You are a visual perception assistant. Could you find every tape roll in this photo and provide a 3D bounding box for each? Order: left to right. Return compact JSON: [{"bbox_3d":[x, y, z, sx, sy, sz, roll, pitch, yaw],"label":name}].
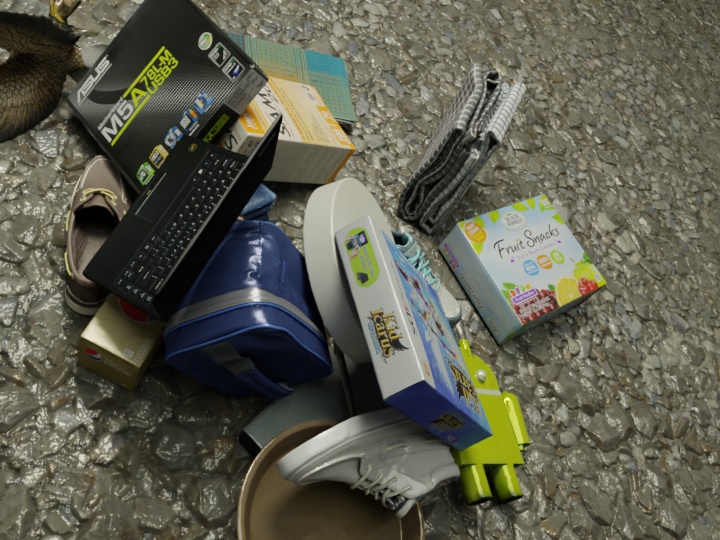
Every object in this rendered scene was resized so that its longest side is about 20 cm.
[{"bbox_3d":[0.000,0.000,0.764,0.203,0.036,0.206,49,33,-48],"label":"tape roll"}]

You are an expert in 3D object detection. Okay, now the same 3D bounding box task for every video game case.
[{"bbox_3d":[0.057,0.068,0.694,0.200,0.045,0.184,43,25,-53],"label":"video game case"}]

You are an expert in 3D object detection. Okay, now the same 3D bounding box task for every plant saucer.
[{"bbox_3d":[-0.029,0.249,0.676,0.196,0.030,0.204,14,53,-19],"label":"plant saucer"}]

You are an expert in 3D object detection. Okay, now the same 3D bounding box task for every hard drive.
[{"bbox_3d":[-0.021,0.170,0.773,0.140,0.033,0.199,45,50,7],"label":"hard drive"}]

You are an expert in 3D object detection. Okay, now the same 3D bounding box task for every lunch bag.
[{"bbox_3d":[-0.110,0.058,0.704,0.133,0.200,0.135,-15,63,14],"label":"lunch bag"}]

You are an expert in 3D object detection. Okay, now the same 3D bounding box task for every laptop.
[{"bbox_3d":[-0.165,-0.058,0.605,0.197,0.104,0.179,23,71,31],"label":"laptop"}]

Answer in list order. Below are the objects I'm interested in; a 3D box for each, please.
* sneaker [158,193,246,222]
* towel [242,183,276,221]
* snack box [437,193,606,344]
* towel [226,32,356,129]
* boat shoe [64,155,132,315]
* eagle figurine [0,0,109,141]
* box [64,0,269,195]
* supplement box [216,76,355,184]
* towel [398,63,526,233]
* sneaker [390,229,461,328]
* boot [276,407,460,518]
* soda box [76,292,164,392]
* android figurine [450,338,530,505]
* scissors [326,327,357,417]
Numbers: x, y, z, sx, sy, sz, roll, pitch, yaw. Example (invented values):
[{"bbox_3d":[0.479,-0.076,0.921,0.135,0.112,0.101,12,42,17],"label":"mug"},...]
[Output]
[{"bbox_3d":[-0.136,-0.040,0.756,0.198,0.075,0.089,20,55,-45],"label":"sneaker"},{"bbox_3d":[-0.201,-0.134,0.875,0.111,0.049,0.201,-26,73,-36],"label":"towel"},{"bbox_3d":[0.236,-0.008,0.999,0.197,0.068,0.171,-17,68,-35],"label":"snack box"},{"bbox_3d":[-0.108,-0.288,1.045,0.196,0.022,0.149,6,56,-21],"label":"towel"},{"bbox_3d":[-0.292,-0.053,0.766,0.070,0.060,0.204,8,56,-19],"label":"boat shoe"},{"bbox_3d":[-0.392,-0.252,0.801,0.147,0.154,0.202,-10,37,9],"label":"eagle figurine"},{"bbox_3d":[-0.232,-0.213,0.810,0.193,0.200,0.047,47,8,20],"label":"box"},{"bbox_3d":[-0.115,-0.186,0.895,0.198,0.074,0.127,-6,56,-51],"label":"supplement box"},{"bbox_3d":[0.136,-0.174,0.974,0.085,0.201,0.167,32,49,-1],"label":"towel"},{"bbox_3d":[0.054,0.002,0.886,0.198,0.087,0.078,36,46,-1],"label":"sneaker"},{"bbox_3d":[0.018,0.193,0.667,0.197,0.074,0.097,-10,63,-39],"label":"boot"},{"bbox_3d":[-0.223,0.023,0.749,0.067,0.064,0.202,28,51,-6],"label":"soda box"},{"bbox_3d":[0.133,0.173,0.822,0.180,0.041,0.204,16,51,-40],"label":"android figurine"},{"bbox_3d":[-0.029,0.072,0.721,0.014,0.073,0.205,-12,72,11],"label":"scissors"}]
